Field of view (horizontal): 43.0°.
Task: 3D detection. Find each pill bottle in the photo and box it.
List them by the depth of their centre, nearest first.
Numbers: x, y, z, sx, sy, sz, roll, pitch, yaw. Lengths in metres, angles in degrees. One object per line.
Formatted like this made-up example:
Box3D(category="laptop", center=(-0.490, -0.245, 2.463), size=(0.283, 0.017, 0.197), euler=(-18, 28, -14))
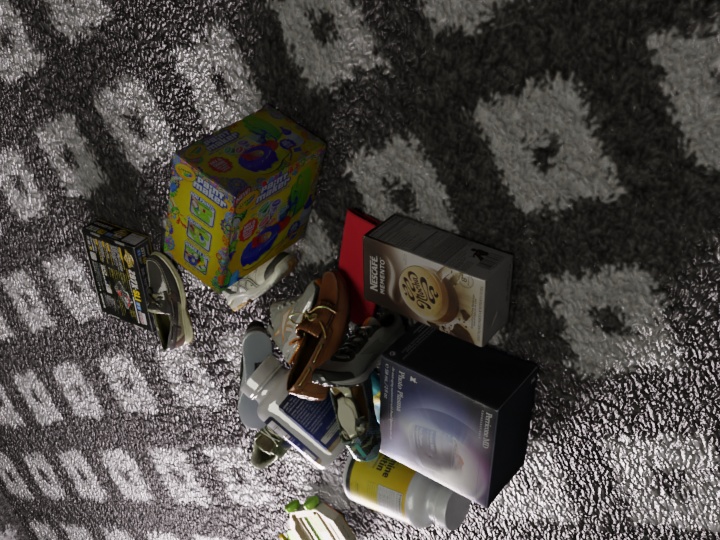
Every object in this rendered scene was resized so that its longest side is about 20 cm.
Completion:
Box3D(category="pill bottle", center=(0.077, 0.356, 1.507), size=(0.200, 0.112, 0.112), euler=(12, 124, 36))
Box3D(category="pill bottle", center=(-0.106, 0.238, 1.574), size=(0.200, 0.111, 0.111), euler=(41, 138, -1))

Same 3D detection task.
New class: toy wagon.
Box3D(category="toy wagon", center=(-0.092, 0.527, 1.830), size=(0.200, 0.040, 0.155), euler=(-25, 99, 49))

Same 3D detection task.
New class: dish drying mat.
Box3D(category="dish drying mat", center=(0.000, 0.000, 1.409), size=(0.077, 0.018, 0.200), euler=(30, 133, 25))

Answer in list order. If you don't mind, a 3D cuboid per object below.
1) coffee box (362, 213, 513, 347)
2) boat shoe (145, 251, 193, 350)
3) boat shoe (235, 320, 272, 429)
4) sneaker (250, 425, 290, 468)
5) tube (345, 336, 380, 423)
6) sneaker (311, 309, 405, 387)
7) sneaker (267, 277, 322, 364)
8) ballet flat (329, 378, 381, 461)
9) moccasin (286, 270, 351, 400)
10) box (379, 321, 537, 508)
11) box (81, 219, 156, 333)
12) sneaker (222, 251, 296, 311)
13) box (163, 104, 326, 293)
Box3D(category="coffee box", center=(0.104, 0.011, 1.274), size=(0.200, 0.080, 0.113), euler=(21, 130, 31))
Box3D(category="boat shoe", center=(-0.377, 0.064, 1.756), size=(0.072, 0.066, 0.201), euler=(11, 123, 38))
Box3D(category="boat shoe", center=(-0.190, 0.188, 1.655), size=(0.068, 0.073, 0.200), euler=(-112, 17, -69))
Box3D(category="sneaker", center=(-0.151, 0.303, 1.694), size=(0.067, 0.090, 0.200), euler=(42, 137, 14))
Box3D(category="tube", center=(-0.001, 0.175, 1.511), size=(0.200, 0.050, 0.077), euler=(51, 144, -3))
Box3D(category="sneaker", center=(-0.003, 0.118, 1.359), size=(0.074, 0.200, 0.080), euler=(3, 110, 40))
Box3D(category="sneaker", center=(-0.111, 0.070, 1.518), size=(0.092, 0.076, 0.200), euler=(44, 137, 16))
Box3D(category="ballet flat", center=(-0.016, 0.195, 1.395), size=(0.200, 0.074, 0.074), euler=(-112, 26, -43))
Box3D(category="moccasin", center=(-0.069, 0.095, 1.398), size=(0.078, 0.202, 0.074), euler=(22, 170, -29))
Box3D(category="box", center=(0.138, 0.207, 1.345), size=(0.198, 0.123, 0.201), euler=(22, 130, 29))
Box3D(category="box", center=(-0.469, 0.012, 1.819), size=(0.159, 0.049, 0.201), euler=(16, 126, 31))
Box3D(category="sneaker", center=(-0.186, 0.002, 1.535), size=(0.200, 0.076, 0.088), euler=(-30, 95, 48))
Box3D(category="box", center=(-0.174, -0.108, 1.357), size=(0.122, 0.200, 0.193), euler=(35, 136, 19))
